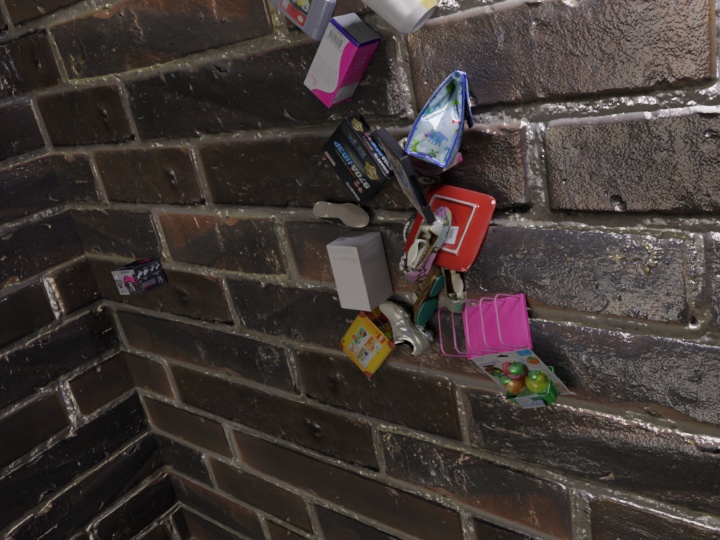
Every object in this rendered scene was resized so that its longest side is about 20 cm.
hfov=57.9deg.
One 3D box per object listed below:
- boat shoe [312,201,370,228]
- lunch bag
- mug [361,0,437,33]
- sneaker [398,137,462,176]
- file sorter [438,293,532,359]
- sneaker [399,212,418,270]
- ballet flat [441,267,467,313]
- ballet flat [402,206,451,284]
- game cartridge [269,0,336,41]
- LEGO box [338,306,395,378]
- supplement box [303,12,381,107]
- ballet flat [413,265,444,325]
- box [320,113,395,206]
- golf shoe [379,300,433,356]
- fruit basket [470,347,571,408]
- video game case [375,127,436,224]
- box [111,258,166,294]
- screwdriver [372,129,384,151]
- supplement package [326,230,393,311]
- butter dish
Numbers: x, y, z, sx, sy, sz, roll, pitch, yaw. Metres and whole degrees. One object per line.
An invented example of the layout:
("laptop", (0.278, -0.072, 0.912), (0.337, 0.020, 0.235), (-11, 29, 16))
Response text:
("boat shoe", (-0.047, -0.163, 1.902), (0.198, 0.057, 0.068), (16, 88, 31))
("lunch bag", (0.188, -0.337, 1.455), (0.126, 0.170, 0.202), (20, 100, 3))
("mug", (0.099, -0.623, 1.435), (0.153, 0.149, 0.186), (47, 143, -1))
("sneaker", (0.160, -0.289, 1.612), (0.198, 0.081, 0.089), (8, 121, 38))
("file sorter", (0.311, 0.144, 1.659), (0.199, 0.125, 0.141), (-19, 70, 46))
("sneaker", (0.157, -0.058, 1.746), (0.091, 0.066, 0.202), (48, 145, 40))
("ballet flat", (0.242, 0.011, 1.653), (0.067, 0.202, 0.064), (0, 146, -1))
("ballet flat", (0.154, -0.067, 1.531), (0.069, 0.071, 0.202), (22, 84, 39))
("game cartridge", (-0.153, -0.709, 1.686), (0.200, 0.041, 0.134), (43, 131, 14))
("LEGO box", (0.037, 0.214, 2.017), (0.149, 0.077, 0.201), (45, 136, 12))
("supplement box", (-0.049, -0.529, 1.646), (0.101, 0.103, 0.200), (45, 135, 11))
("ballet flat", (0.183, 0.061, 1.815), (0.072, 0.067, 0.201), (51, 140, 36))
("box", (-0.007, -0.299, 1.774), (0.201, 0.046, 0.159), (55, 142, 3))
("golf shoe", (0.116, 0.166, 1.894), (0.199, 0.097, 0.079), (38, 163, 23))
("fruit basket", (0.408, 0.273, 1.664), (0.200, 0.094, 0.184), (38, 144, -28))
("video game case", (0.106, -0.225, 1.533), (0.182, 0.025, 0.200), (61, -178, -33))
("box", (-0.936, 0.029, 2.751), (0.199, 0.132, 0.116), (-4, 110, 43))
("screwdriver", (0.092, -0.284, 1.710), (0.028, 0.029, 0.201), (-39, 81, 47))
("supplement package", (0.000, 0.000, 1.895), (0.119, 0.121, 0.202), (4, 115, 40))
("butter dish", (0.240, -0.091, 1.621), (0.199, 0.148, 0.201), (19, 82, 36))
